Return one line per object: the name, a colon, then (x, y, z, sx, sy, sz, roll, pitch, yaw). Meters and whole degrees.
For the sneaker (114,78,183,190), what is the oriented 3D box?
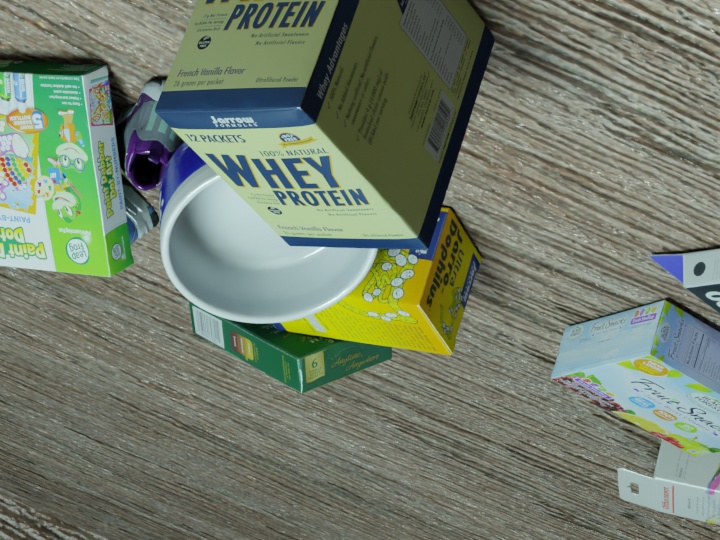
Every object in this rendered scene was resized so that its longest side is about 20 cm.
sneaker: (-0.208, -0.107, 1.976, 0.074, 0.088, 0.200, 21, 158, -6)

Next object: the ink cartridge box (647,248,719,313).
ink cartridge box: (0.391, 0.038, 1.906, 0.198, 0.044, 0.199, 34, 155, -34)

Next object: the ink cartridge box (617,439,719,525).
ink cartridge box: (0.392, 0.234, 2.333, 0.199, 0.068, 0.117, 11, 157, 13)

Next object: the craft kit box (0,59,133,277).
craft kit box: (-0.318, -0.100, 1.984, 0.199, 0.048, 0.199, 5, 114, 30)

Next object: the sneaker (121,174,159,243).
sneaker: (-0.289, -0.095, 2.026, 0.200, 0.077, 0.076, 45, 173, -5)

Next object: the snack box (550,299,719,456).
snack box: (0.322, 0.112, 2.100, 0.199, 0.068, 0.168, 28, 157, -24)

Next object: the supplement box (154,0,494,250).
supplement box: (-0.021, -0.150, 1.576, 0.134, 0.201, 0.200, 1, 152, 34)

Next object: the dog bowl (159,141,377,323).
dog bowl: (-0.085, -0.048, 1.906, 0.199, 0.079, 0.201, -5, 133, -5)

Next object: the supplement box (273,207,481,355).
supplement box: (0.000, 0.000, 2.036, 0.199, 0.109, 0.110, 7, 156, 26)

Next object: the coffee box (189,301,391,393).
coffee box: (-0.074, 0.061, 2.155, 0.200, 0.123, 0.044, 23, 124, 46)
